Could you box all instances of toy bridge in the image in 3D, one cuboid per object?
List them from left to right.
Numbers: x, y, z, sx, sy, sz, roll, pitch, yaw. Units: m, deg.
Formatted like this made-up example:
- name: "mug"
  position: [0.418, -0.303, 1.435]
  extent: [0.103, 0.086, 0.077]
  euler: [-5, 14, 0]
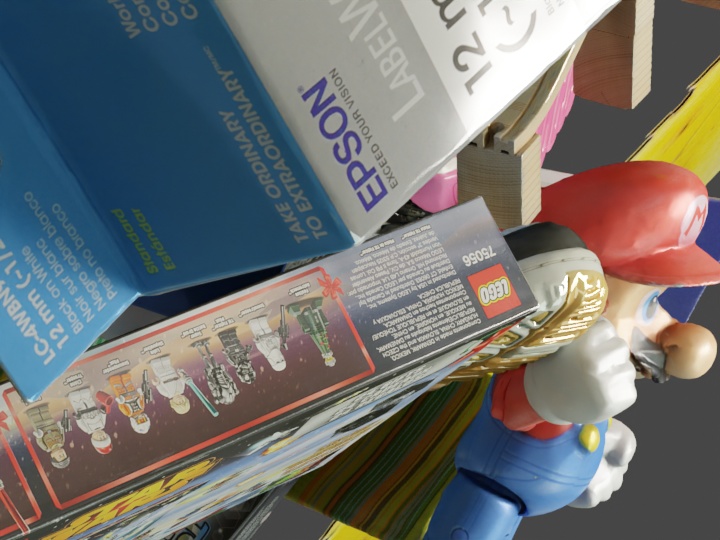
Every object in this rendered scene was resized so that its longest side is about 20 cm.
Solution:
- name: "toy bridge"
  position: [0.093, -0.092, 0.823]
  extent: [0.200, 0.027, 0.068]
  euler: [-45, 141, -43]

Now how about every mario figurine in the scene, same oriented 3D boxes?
- name: "mario figurine"
  position: [0.081, 0.057, 0.820]
  extent: [0.201, 0.105, 0.124]
  euler: [-67, -156, 16]

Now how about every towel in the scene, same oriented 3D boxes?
- name: "towel"
  position: [-0.019, 0.058, 0.964]
  extent: [0.086, 0.199, 0.018]
  euler: [-49, 131, -22]

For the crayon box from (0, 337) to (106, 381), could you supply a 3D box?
- name: "crayon box"
  position: [-0.142, 0.051, 0.761]
  extent: [0.200, 0.052, 0.126]
  euler: [-38, 165, -42]

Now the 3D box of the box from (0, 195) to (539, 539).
- name: "box"
  position: [-0.063, 0.050, 0.625]
  extent: [0.199, 0.040, 0.137]
  euler: [-22, 169, -36]

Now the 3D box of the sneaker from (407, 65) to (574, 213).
- name: "sneaker"
  position: [0.033, -0.073, 0.882]
  extent: [0.200, 0.087, 0.074]
  euler: [-56, 160, -59]

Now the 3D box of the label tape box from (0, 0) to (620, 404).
- name: "label tape box"
  position: [-0.026, -0.083, 0.503]
  extent: [0.200, 0.144, 0.066]
  euler: [-44, -151, -26]

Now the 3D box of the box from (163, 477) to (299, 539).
- name: "box"
  position: [-0.058, 0.035, 0.884]
  extent: [0.200, 0.110, 0.035]
  euler: [-51, 169, 14]

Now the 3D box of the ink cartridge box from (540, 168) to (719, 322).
- name: "ink cartridge box"
  position: [0.054, 0.000, 0.997]
  extent: [0.198, 0.199, 0.047]
  euler: [91, 13, -73]

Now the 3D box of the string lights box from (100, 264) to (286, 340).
- name: "string lights box"
  position: [-0.029, -0.066, 0.678]
  extent: [0.200, 0.059, 0.103]
  euler: [117, -11, -52]

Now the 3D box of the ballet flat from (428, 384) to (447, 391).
- name: "ballet flat"
  position: [-0.046, 0.034, 0.937]
  extent: [0.199, 0.071, 0.065]
  euler: [-20, 157, 24]

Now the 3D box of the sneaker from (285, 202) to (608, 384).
- name: "sneaker"
  position: [0.000, 0.000, 0.771]
  extent: [0.075, 0.088, 0.199]
  euler: [-1, 169, -39]
